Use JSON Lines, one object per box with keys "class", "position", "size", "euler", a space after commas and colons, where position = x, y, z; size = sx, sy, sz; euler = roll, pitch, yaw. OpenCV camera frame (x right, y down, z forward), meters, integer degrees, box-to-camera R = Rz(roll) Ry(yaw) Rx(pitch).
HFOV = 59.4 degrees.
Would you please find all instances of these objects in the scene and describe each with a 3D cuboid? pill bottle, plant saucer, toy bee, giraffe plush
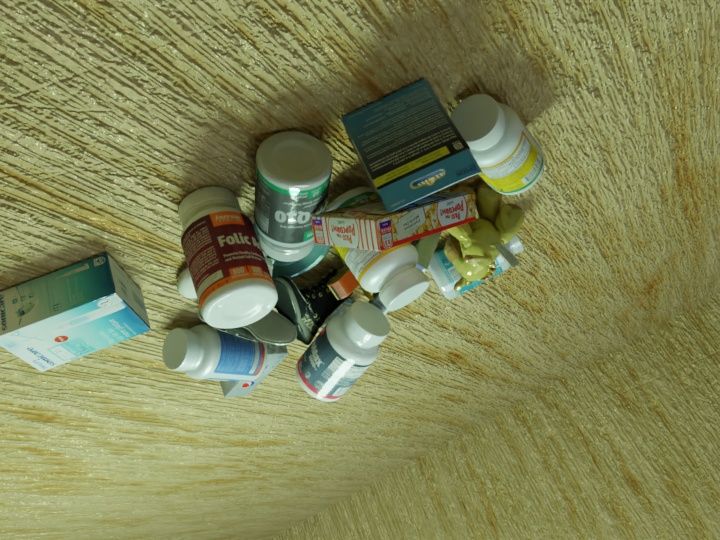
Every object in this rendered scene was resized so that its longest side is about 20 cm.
{"class": "pill bottle", "position": [-0.033, 0.158, 1.260], "size": [0.120, 0.120, 0.200], "euler": [6, 133, -42]}
{"class": "pill bottle", "position": [0.229, -0.212, 1.067], "size": [0.113, 0.113, 0.200], "euler": [-35, 150, 19]}
{"class": "pill bottle", "position": [0.028, -0.035, 1.086], "size": [0.113, 0.200, 0.113], "euler": [-30, 161, -11]}
{"class": "pill bottle", "position": [-0.208, -0.023, 0.963], "size": [0.114, 0.200, 0.114], "euler": [-19, 151, -11]}
{"class": "pill bottle", "position": [0.254, -0.027, 1.392], "size": [0.200, 0.111, 0.111], "euler": [-29, 151, 9]}
{"class": "pill bottle", "position": [-0.299, 0.170, 1.304], "size": [0.112, 0.112, 0.200], "euler": [-39, 148, 25]}
{"class": "plant saucer", "position": [-0.138, -0.037, 1.172], "size": [0.200, 0.027, 0.200], "euler": [-19, 150, -11]}
{"class": "pill bottle", "position": [-0.109, -0.109, 0.986], "size": [0.113, 0.113, 0.200], "euler": [-14, 150, -18]}
{"class": "toy bee", "position": [0.000, 0.000, 1.255], "size": [0.200, 0.131, 0.109], "euler": [-16, 176, -36]}
{"class": "giraffe plush", "position": [0.229, -0.050, 1.250], "size": [0.172, 0.200, 0.162], "euler": [-14, 154, -14]}

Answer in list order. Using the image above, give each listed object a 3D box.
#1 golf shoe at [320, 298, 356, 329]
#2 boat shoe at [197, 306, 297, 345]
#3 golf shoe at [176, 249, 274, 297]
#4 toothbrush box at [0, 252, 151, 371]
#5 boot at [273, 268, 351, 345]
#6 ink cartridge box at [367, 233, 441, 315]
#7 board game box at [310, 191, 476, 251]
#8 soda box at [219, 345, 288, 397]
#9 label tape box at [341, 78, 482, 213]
{"class": "golf shoe", "position": [-0.069, 0.100, 1.378], "size": [0.200, 0.097, 0.078], "euler": [11, 137, -44]}
{"class": "boat shoe", "position": [-0.219, 0.101, 1.237], "size": [0.200, 0.067, 0.057], "euler": [16, 165, 1]}
{"class": "golf shoe", "position": [-0.240, 0.028, 1.093], "size": [0.200, 0.097, 0.078], "euler": [-19, 153, 27]}
{"class": "toothbrush box", "position": [-0.475, 0.072, 1.042], "size": [0.200, 0.085, 0.146], "euler": [-20, 151, -6]}
{"class": "boot", "position": [-0.094, 0.040, 1.258], "size": [0.154, 0.073, 0.204], "euler": [-46, 147, -23]}
{"class": "ink cartridge box", "position": [0.091, -0.004, 1.307], "size": [0.200, 0.041, 0.200], "euler": [-50, -176, 36]}
{"class": "board game box", "position": [0.050, -0.080, 0.949], "size": [0.200, 0.046, 0.151], "euler": [-19, -162, -36]}
{"class": "soda box", "position": [-0.253, 0.219, 1.469], "size": [0.068, 0.063, 0.200], "euler": [4, 140, -43]}
{"class": "label tape box", "position": [0.074, -0.171, 0.927], "size": [0.143, 0.200, 0.066], "euler": [-25, 150, 2]}
